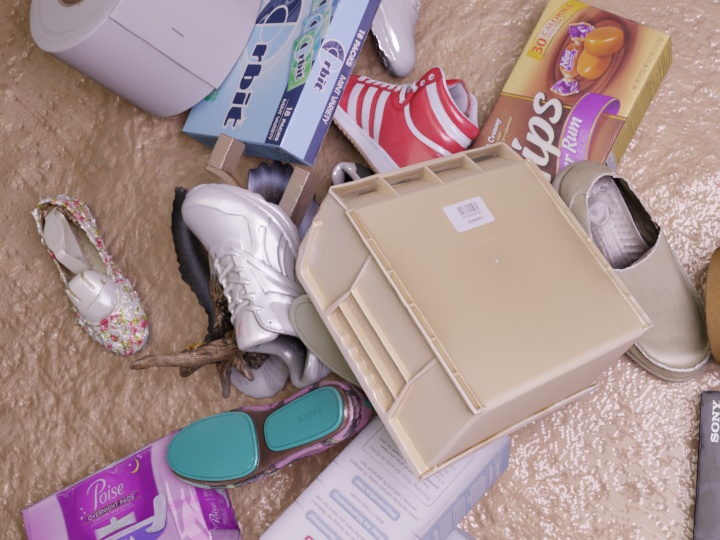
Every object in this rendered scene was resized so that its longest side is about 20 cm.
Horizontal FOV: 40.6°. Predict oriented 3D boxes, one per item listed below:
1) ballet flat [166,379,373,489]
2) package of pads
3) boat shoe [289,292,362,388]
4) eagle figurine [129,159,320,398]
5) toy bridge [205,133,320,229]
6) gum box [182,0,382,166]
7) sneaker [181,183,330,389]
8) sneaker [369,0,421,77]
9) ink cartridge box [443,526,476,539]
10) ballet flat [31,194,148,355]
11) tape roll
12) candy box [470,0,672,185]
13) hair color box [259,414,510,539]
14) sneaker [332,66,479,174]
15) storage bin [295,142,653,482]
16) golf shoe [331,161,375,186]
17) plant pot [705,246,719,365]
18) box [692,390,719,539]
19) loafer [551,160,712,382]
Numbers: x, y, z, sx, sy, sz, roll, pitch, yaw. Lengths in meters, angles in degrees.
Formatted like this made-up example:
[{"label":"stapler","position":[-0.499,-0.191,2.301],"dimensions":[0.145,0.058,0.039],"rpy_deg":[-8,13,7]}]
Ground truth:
[{"label":"ballet flat","position":[-0.073,0.146,0.841],"dimensions":[0.198,0.071,0.070],"rpy_deg":[-23,63,24]},{"label":"package of pads","position":[-0.218,0.241,0.914],"dimensions":[0.198,0.076,0.122],"rpy_deg":[-28,68,12]},{"label":"boat shoe","position":[0.039,0.061,0.793],"dimensions":[0.197,0.075,0.066],"rpy_deg":[24,43,6]},{"label":"eagle figurine","position":[-0.119,0.006,0.925],"dimensions":[0.150,0.152,0.202],"rpy_deg":[18,45,-15]},{"label":"toy bridge","position":[-0.060,-0.057,0.860],"dimensions":[0.198,0.027,0.068],"rpy_deg":[25,92,24]},{"label":"gum box","position":[-0.081,-0.196,0.939],"dimensions":[0.199,0.044,0.172],"rpy_deg":[18,83,52]},{"label":"sneaker","position":[-0.083,0.016,0.816],"dimensions":[0.200,0.100,0.078],"rpy_deg":[46,140,-9]},{"label":"sneaker","position":[0.032,-0.287,0.954],"dimensions":[0.079,0.076,0.203],"rpy_deg":[-13,76,-1]},{"label":"ink cartridge box","position":[0.062,0.321,0.794],"dimensions":[0.199,0.043,0.198],"rpy_deg":[32,90,45]},{"label":"ballet flat","position":[-0.288,0.003,1.007],"dimensions":[0.075,0.064,0.201],"rpy_deg":[-39,67,7]},{"label":"tape roll","position":[-0.215,-0.276,0.975],"dimensions":[0.201,0.139,0.206],"rpy_deg":[-20,57,34]},{"label":"candy box","position":[0.178,-0.130,0.864],"dimensions":[0.116,0.056,0.202],"rpy_deg":[28,87,24]},{"label":"hair color box","position":[0.024,0.189,0.800],"dimensions":[0.099,0.061,0.200],"rpy_deg":[36,66,27]},{"label":"sneaker","position":[0.034,-0.158,0.902],"dimensions":[0.113,0.071,0.201],"rpy_deg":[-48,57,16]},{"label":"storage bin","position":[0.082,0.018,0.736],"dimensions":[0.200,0.198,0.094],"rpy_deg":[57,142,20]},{"label":"golf shoe","position":[0.000,0.000,0.884],"dimensions":[0.076,0.088,0.203],"rpy_deg":[-14,74,15]},{"label":"plant pot","position":[0.361,0.023,0.702],"dimensions":[0.198,0.186,0.189],"rpy_deg":[-1,76,35]},{"label":"box","position":[0.354,0.171,0.732],"dimensions":[0.197,0.036,0.145],"rpy_deg":[2,78,23]},{"label":"loafer","position":[0.219,0.002,0.780],"dimensions":[0.075,0.068,0.201],"rpy_deg":[-33,89,0]}]
